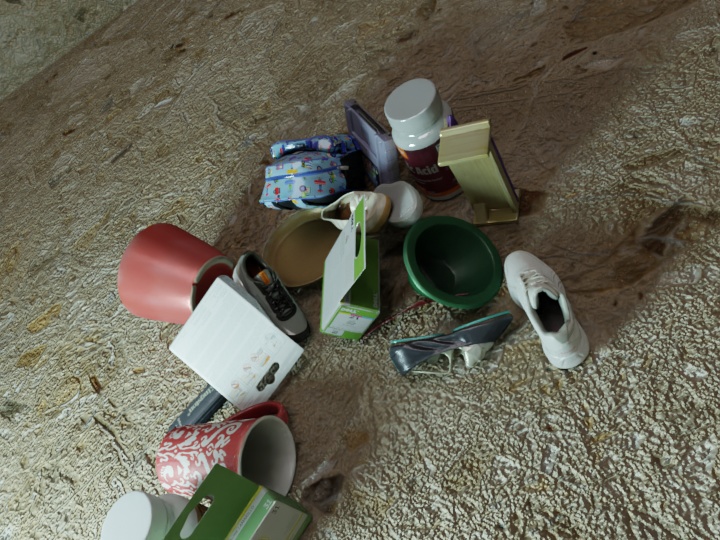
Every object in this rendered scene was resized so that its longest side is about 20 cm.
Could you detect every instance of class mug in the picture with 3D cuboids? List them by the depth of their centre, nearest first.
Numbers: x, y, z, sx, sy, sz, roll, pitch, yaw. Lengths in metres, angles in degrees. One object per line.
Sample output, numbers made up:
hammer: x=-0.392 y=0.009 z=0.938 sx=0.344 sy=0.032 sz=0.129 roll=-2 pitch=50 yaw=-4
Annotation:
mug: x=-0.208 y=0.301 z=0.954 sx=0.196 sy=0.176 sz=0.137 roll=-10 pitch=90 yaw=30

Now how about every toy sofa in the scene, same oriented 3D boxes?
toy sofa: x=0.199 y=-0.165 z=0.957 sx=0.081 sy=0.200 sz=0.100 roll=-4 pitch=61 yaw=29

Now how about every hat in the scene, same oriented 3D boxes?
hat: x=0.115 y=0.024 z=0.996 sx=0.195 sy=0.177 sz=0.169 roll=7 pitch=59 yaw=-14

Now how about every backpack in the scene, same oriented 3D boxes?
backpack: x=-0.104 y=-0.188 z=1.146 sx=0.179 sy=0.138 sz=0.199 roll=1 pitch=14 yaw=32

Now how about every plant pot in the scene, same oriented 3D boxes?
plant pot: x=-0.102 y=-0.044 z=1.161 sx=0.196 sy=0.028 sz=0.203 roll=-14 pitch=47 yaw=16
plant pot: x=-0.352 y=0.021 z=1.184 sx=0.174 sy=0.201 sz=0.203 roll=16 pitch=67 yaw=27

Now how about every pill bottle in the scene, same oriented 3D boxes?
pill bottle: x=-0.269 y=0.390 z=0.850 sx=0.112 sy=0.201 sz=0.116 roll=-15 pitch=51 yaw=20
pill bottle: x=0.123 y=-0.230 z=1.048 sx=0.112 sy=0.201 sz=0.116 roll=-16 pitch=51 yaw=20

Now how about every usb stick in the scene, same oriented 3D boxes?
usb stick: x=-0.275 y=0.237 z=1.077 sx=0.200 sy=0.033 sz=0.055 roll=-47 pitch=48 yaw=-5

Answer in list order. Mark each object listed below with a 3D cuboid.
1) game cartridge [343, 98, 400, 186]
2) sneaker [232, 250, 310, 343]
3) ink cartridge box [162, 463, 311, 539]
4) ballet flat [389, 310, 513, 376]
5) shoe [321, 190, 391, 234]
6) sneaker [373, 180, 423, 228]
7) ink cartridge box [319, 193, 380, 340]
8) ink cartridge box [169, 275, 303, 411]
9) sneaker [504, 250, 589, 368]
game cartridge: x=0.021 y=-0.240 z=1.163 sx=0.038 sy=0.132 sz=0.201 roll=-18 pitch=41 yaw=-15
sneaker: x=-0.164 y=0.049 z=1.069 sx=0.073 sy=0.080 sz=0.201 roll=-33 pitch=74 yaw=-31
ink cartridge box: x=-0.168 y=0.366 z=0.805 sx=0.047 sy=0.200 sz=0.147 roll=24 pitch=72 yaw=40
ballet flat: x=0.141 y=0.118 z=0.891 sx=0.196 sy=0.073 sz=0.074 roll=-16 pitch=51 yaw=13
shoe: x=-0.011 y=-0.103 z=1.051 sx=0.199 sy=0.052 sz=0.072 roll=-1 pitch=76 yaw=62
sneaker: x=0.080 y=-0.109 z=1.035 sx=0.075 sy=0.081 sz=0.200 roll=-62 pitch=21 yaw=6
ink cartridge box: x=0.000 y=0.000 z=0.969 sx=0.201 sy=0.074 sz=0.150 roll=125 pitch=152 yaw=-49
ink cartridge box: x=-0.216 y=0.134 z=1.042 sx=0.199 sy=0.047 sz=0.161 roll=38 pitch=97 yaw=2
sneaker: x=0.262 y=0.034 z=0.845 sx=0.077 sy=0.100 sz=0.202 roll=-30 pitch=48 yaw=9
